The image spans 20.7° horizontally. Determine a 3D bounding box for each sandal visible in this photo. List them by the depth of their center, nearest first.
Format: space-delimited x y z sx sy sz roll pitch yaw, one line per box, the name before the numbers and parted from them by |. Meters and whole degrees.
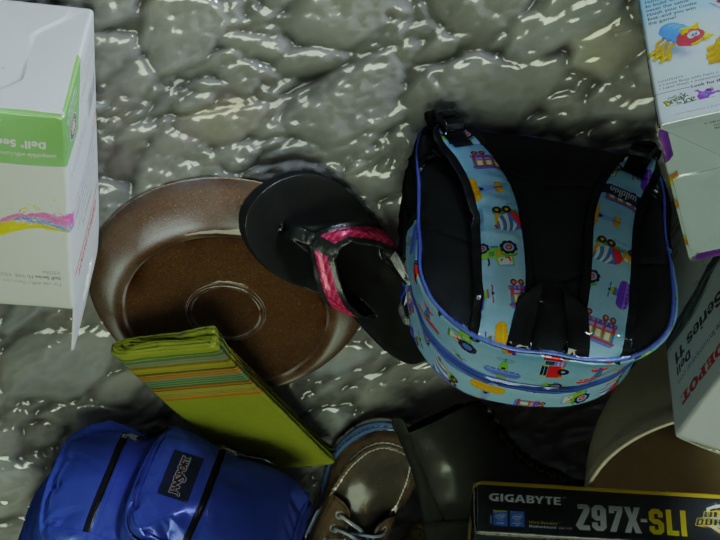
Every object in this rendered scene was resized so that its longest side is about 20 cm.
sandal | 0.000 0.000 1.334 0.200 0.045 0.075 39 86 -34

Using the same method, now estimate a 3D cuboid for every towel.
towel | -0.096 0.096 1.427 0.086 0.018 0.200 -5 148 25

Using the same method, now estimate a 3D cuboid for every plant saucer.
plant saucer | -0.094 0.021 1.386 0.200 0.032 0.200 1 133 1

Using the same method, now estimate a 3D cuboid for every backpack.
backpack | 0.110 0.011 1.253 0.182 0.200 0.135 8 132 -6
backpack | -0.147 0.197 1.464 0.200 0.163 0.168 22 129 -3

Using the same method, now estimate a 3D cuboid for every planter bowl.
planter bowl | 0.255 0.119 1.388 0.200 0.135 0.200 3 133 3

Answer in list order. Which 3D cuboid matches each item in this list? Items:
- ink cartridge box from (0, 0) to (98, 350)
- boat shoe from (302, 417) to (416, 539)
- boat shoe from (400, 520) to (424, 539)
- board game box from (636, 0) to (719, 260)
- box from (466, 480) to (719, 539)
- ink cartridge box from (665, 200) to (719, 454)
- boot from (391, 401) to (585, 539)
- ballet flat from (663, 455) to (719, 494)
ink cartridge box | -0.208 -0.057 1.261 0.067 0.117 0.200 5 132 0
boat shoe | -0.004 0.196 1.511 0.072 0.072 0.200 16 131 -11
boat shoe | 0.028 0.263 1.543 0.072 0.068 0.200 40 136 24
board game box | 0.219 -0.117 1.132 0.105 0.200 0.103 -12 131 12
box | 0.170 0.217 1.362 0.199 0.049 0.160 3 136 1
ink cartridge box | 0.258 0.003 1.240 0.083 0.200 0.147 18 130 -13
boot | 0.130 0.146 1.464 0.200 0.139 0.077 -19 180 -25
ballet flat | 0.314 0.190 1.501 0.200 0.067 0.070 12 150 -6
